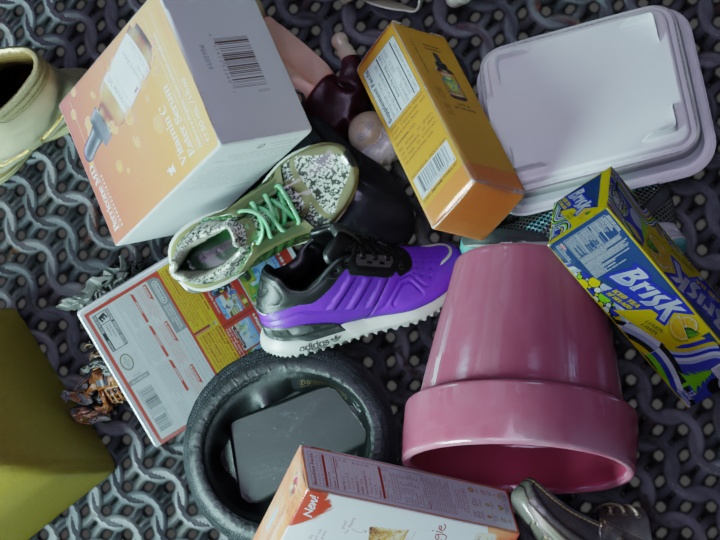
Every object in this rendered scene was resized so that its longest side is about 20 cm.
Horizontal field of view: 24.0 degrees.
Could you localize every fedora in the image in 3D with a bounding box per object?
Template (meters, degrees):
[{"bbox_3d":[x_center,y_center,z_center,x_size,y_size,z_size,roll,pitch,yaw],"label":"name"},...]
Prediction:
[{"bbox_3d":[-0.055,0.159,1.525,0.198,0.092,0.203,-1,86,15],"label":"fedora"}]

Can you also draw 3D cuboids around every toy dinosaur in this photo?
[{"bbox_3d":[-0.205,0.057,1.589,0.199,0.102,0.136,-39,93,-9],"label":"toy dinosaur"}]

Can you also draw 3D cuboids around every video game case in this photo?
[{"bbox_3d":[-0.137,0.048,1.542,0.199,0.017,0.144,-31,97,-7],"label":"video game case"}]

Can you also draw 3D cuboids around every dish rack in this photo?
[{"bbox_3d":[0.198,-0.147,1.475,0.198,0.044,0.173,-14,63,15],"label":"dish rack"}]

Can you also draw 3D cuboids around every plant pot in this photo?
[{"bbox_3d":[0.137,0.082,1.439,0.198,0.200,0.181,-1,70,15],"label":"plant pot"},{"bbox_3d":[-0.383,0.163,1.559,0.194,0.200,0.196,-38,78,10],"label":"plant pot"}]

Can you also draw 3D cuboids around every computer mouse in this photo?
[{"bbox_3d":[-0.042,-0.078,1.535,0.199,0.053,0.139,36,132,8],"label":"computer mouse"}]

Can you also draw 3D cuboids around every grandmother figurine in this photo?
[{"bbox_3d":[-0.041,-0.159,1.562,0.199,0.060,0.122,36,111,17],"label":"grandmother figurine"}]

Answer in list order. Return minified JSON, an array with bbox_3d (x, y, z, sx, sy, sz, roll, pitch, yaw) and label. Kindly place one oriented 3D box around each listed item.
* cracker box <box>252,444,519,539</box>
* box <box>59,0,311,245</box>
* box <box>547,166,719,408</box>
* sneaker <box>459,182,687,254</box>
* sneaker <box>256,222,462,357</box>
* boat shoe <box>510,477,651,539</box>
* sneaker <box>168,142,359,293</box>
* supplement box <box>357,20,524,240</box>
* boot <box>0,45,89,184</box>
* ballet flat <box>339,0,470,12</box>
[{"bbox_3d":[0.017,0.233,1.441,0.198,0.058,0.135,14,123,-19],"label":"cracker box"},{"bbox_3d":[-0.160,-0.137,1.517,0.200,0.106,0.154,-38,72,46],"label":"box"},{"bbox_3d":[0.241,0.016,1.412,0.064,0.070,0.200,-31,112,28],"label":"box"},{"bbox_3d":[0.186,-0.043,1.494,0.198,0.078,0.092,-5,69,12],"label":"sneaker"},{"bbox_3d":[0.000,0.000,1.485,0.198,0.070,0.100,-20,121,-16],"label":"sneaker"},{"bbox_3d":[0.213,0.232,1.443,0.200,0.074,0.074,40,81,-15],"label":"boat shoe"},{"bbox_3d":[-0.086,-0.038,1.471,0.199,0.089,0.077,-34,95,11],"label":"sneaker"},{"bbox_3d":[0.068,-0.124,1.481,0.069,0.066,0.201,-47,48,33],"label":"supplement box"},{"bbox_3d":[-0.352,-0.139,1.594,0.199,0.155,0.073,-27,80,12],"label":"boot"},{"bbox_3d":[0.066,-0.269,1.544,0.198,0.069,0.070,0,86,17],"label":"ballet flat"}]
